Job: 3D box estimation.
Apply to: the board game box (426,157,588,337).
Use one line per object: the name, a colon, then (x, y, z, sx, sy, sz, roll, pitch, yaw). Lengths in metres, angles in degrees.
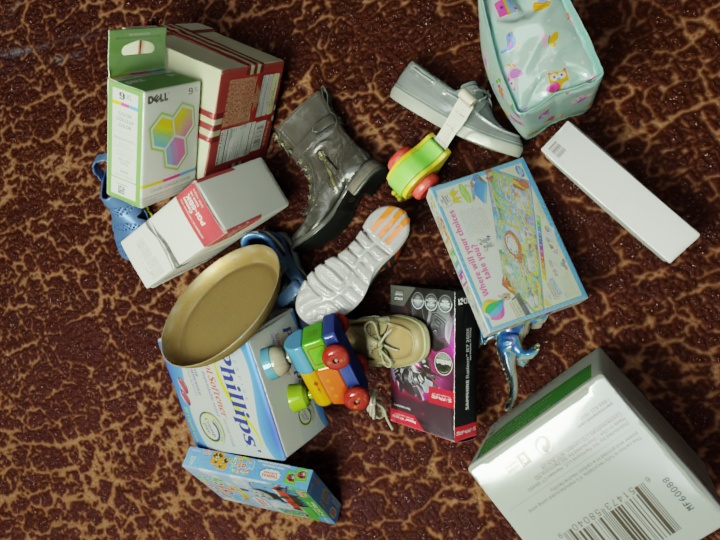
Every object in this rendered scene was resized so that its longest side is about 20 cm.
board game box: (0.182, -0.032, 0.814, 0.134, 0.034, 0.200, -18, 75, -7)

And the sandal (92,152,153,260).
sandal: (-0.391, -0.114, 1.044, 0.079, 0.087, 0.201, -8, 93, 19)

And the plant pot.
plant pot: (-0.181, 0.050, 0.856, 0.200, 0.200, 0.027, -25, 127, 20)

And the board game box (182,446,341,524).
board game box: (-0.143, 0.321, 0.956, 0.200, 0.151, 0.037, 5, 55, 21)

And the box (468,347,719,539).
box: (0.278, 0.237, 0.772, 0.199, 0.171, 0.200, -42, 79, 18)

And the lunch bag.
lunch bag: (0.201, -0.278, 0.766, 0.122, 0.170, 0.200, -22, 84, 15)

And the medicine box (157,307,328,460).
medicine box: (-0.169, 0.160, 0.924, 0.200, 0.103, 0.183, -6, 105, 39)

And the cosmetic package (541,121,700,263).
cosmetic package: (0.314, -0.096, 0.784, 0.200, 0.083, 0.051, 45, 105, 12)

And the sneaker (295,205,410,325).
sneaker: (0.000, 0.000, 0.888, 0.200, 0.112, 0.078, -43, 81, 4)

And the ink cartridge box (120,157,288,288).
ink cartridge box: (-0.225, -0.067, 0.922, 0.200, 0.147, 0.083, -28, 95, 36)

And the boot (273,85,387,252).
boot: (-0.071, -0.146, 0.941, 0.200, 0.069, 0.174, -46, 73, 13)

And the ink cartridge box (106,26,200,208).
ink cartridge box: (-0.254, -0.188, 0.790, 0.059, 0.104, 0.200, 21, 119, 17)

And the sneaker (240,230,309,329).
sneaker: (-0.112, 0.018, 0.927, 0.074, 0.082, 0.200, -46, 60, 14)

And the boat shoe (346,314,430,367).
boat shoe: (0.009, 0.100, 0.884, 0.200, 0.063, 0.074, -9, 85, 46)

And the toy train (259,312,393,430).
toy train: (-0.042, 0.159, 0.838, 0.115, 0.085, 0.200, -19, 119, 9)

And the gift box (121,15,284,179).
gift box: (-0.236, -0.248, 0.931, 0.186, 0.200, 0.185, 26, 115, 13)

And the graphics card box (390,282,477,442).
graphics card box: (0.098, 0.119, 0.870, 0.125, 0.051, 0.201, 6, 96, 50)

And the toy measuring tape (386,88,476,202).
toy measuring tape: (0.082, -0.149, 0.830, 0.074, 0.074, 0.200, 49, 146, 11)

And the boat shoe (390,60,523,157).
boat shoe: (0.133, -0.218, 0.848, 0.201, 0.070, 0.072, 33, 108, 18)

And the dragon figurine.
dragon figurine: (0.183, 0.077, 0.834, 0.099, 0.059, 0.200, 19, 76, 10)
